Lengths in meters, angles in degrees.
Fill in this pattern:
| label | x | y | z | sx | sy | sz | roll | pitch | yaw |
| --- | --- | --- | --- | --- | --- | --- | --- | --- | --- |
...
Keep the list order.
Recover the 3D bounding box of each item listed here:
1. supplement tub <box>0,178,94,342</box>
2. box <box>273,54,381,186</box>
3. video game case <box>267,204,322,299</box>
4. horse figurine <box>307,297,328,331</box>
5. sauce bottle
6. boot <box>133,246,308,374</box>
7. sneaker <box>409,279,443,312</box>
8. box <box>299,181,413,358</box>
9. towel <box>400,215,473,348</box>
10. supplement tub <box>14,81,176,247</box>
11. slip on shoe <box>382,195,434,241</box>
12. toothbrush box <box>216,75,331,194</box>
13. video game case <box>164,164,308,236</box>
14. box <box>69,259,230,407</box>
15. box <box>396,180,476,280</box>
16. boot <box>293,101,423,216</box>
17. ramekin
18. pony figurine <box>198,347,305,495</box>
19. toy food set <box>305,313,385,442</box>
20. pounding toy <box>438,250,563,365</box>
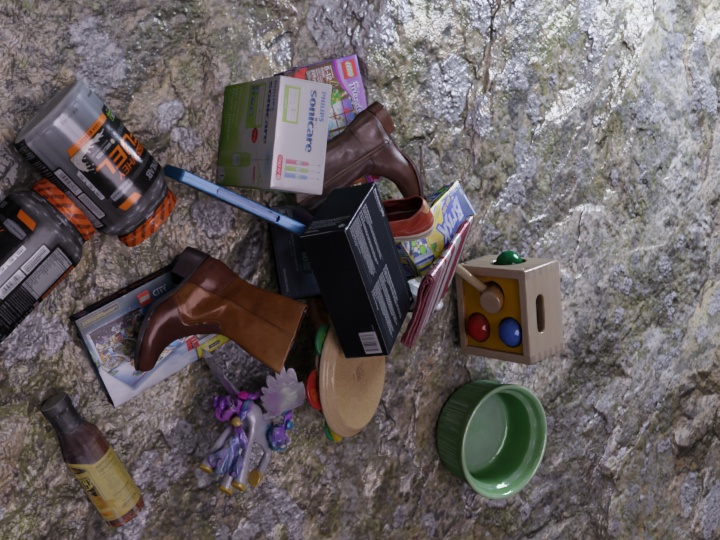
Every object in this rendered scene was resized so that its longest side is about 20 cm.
| label | x | y | z | sx | sy | sz | roll | pitch | yaw |
| --- | --- | --- | --- | --- | --- | --- | --- | --- | --- |
| supplement tub | -0.439 | -0.012 | 1.130 | 0.201 | 0.122 | 0.123 | -49 | 117 | -18 |
| box | -0.049 | -0.221 | 1.399 | 0.135 | 0.039 | 0.205 | -21 | 107 | -29 |
| video game case | -0.045 | -0.033 | 1.401 | 0.196 | 0.019 | 0.147 | -5 | 78 | -26 |
| horse figurine | -0.027 | 0.137 | 1.447 | 0.130 | 0.050 | 0.205 | 2 | 98 | -25 |
| sauce bottle | -0.373 | 0.261 | 1.240 | 0.066 | 0.066 | 0.203 | -35 | 110 | -23 |
| boot | -0.194 | 0.091 | 1.236 | 0.197 | 0.069 | 0.191 | 28 | 68 | 1 |
| sneaker | 0.060 | 0.023 | 1.482 | 0.197 | 0.075 | 0.083 | 15 | 79 | -33 |
| box | 0.000 | 0.000 | 1.274 | 0.142 | 0.077 | 0.204 | -56 | 133 | -52 |
| towel | 0.122 | 0.013 | 1.408 | 0.200 | 0.022 | 0.146 | -52 | 163 | -51 |
| supplement tub | -0.342 | -0.135 | 1.177 | 0.123 | 0.122 | 0.201 | -50 | 118 | -17 |
| slip on shoe | 0.014 | -0.074 | 1.359 | 0.195 | 0.075 | 0.062 | -9 | 134 | 4 |
| toothbrush box | -0.126 | -0.187 | 1.261 | 0.084 | 0.199 | 0.150 | 4 | 95 | -32 |
| video game case | -0.174 | -0.097 | 1.259 | 0.197 | 0.143 | 0.018 | 24 | 90 | -23 |
| box | -0.295 | 0.083 | 1.281 | 0.198 | 0.037 | 0.139 | -29 | 110 | -26 |
| box | 0.110 | -0.064 | 1.461 | 0.071 | 0.064 | 0.200 | 56 | 47 | -12 |
| boot | -0.011 | -0.130 | 1.379 | 0.199 | 0.064 | 0.188 | -40 | 115 | -19 |
| ramekin | 0.230 | 0.295 | 1.601 | 0.196 | 0.097 | 0.206 | -4 | 98 | -31 |
| pony figurine | -0.162 | 0.213 | 1.309 | 0.194 | 0.163 | 0.203 | 72 | 37 | -58 |
| toy food set | -0.021 | 0.152 | 1.359 | 0.199 | 0.048 | 0.203 | -58 | 140 | -44 |
| pounding toy | 0.230 | 0.045 | 1.539 | 0.140 | 0.182 | 0.205 | -15 | 104 | -41 |
